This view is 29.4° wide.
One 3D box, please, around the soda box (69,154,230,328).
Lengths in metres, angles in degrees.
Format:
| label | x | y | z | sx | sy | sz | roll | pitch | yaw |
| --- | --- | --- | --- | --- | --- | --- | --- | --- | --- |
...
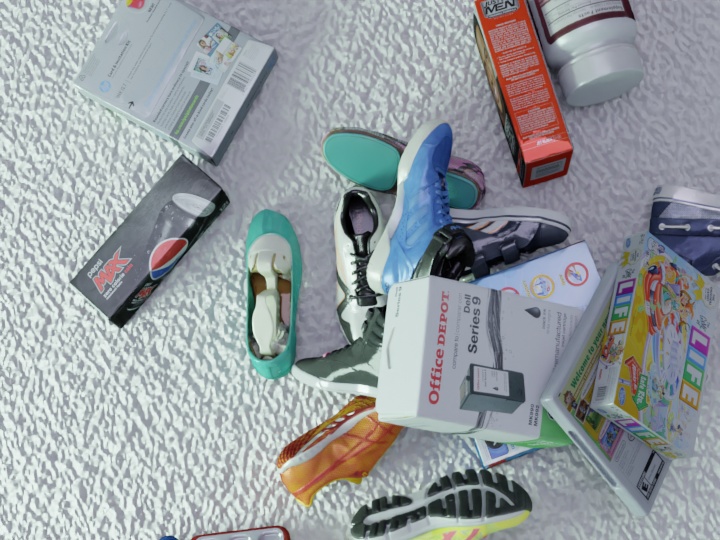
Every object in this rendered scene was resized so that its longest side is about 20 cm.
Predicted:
| label | x | y | z | sx | sy | sz | roll | pitch | yaw |
| --- | --- | --- | --- | --- | --- | --- | --- | --- | --- |
| soda box | -0.242 | -0.033 | 1.596 | 0.071 | 0.063 | 0.201 | 39 | 84 | 11 |

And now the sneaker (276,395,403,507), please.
| label | x | y | z | sx | sy | sz | roll | pitch | yaw |
| --- | --- | --- | --- | --- | --- | --- | --- | --- | --- |
| sneaker | 0.001 | 0.189 | 1.537 | 0.198 | 0.073 | 0.078 | -31 | 105 | -4 |

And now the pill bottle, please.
| label | x | y | z | sx | sy | sz | roll | pitch | yaw |
| --- | --- | --- | --- | --- | --- | --- | --- | --- | --- |
| pill bottle | 0.254 | -0.302 | 1.590 | 0.112 | 0.114 | 0.203 | -16 | 77 | 1 |

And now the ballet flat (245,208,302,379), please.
| label | x | y | z | sx | sy | sz | roll | pitch | yaw |
| --- | --- | --- | --- | --- | --- | --- | --- | --- | --- |
| ballet flat | -0.101 | 0.021 | 1.569 | 0.066 | 0.070 | 0.203 | -3 | 77 | 4 |

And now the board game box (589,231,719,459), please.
| label | x | y | z | sx | sy | sz | roll | pitch | yaw |
| --- | --- | --- | --- | --- | --- | --- | --- | --- | --- |
| board game box | 0.315 | 0.080 | 1.456 | 0.134 | 0.034 | 0.203 | 32 | 61 | -31 |

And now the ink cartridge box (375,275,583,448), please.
| label | x | y | z | sx | sy | sz | roll | pitch | yaw |
| --- | --- | --- | --- | --- | --- | --- | --- | --- | --- |
| ink cartridge box | 0.125 | 0.097 | 1.425 | 0.197 | 0.084 | 0.148 | 12 | 77 | -27 |

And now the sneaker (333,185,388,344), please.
| label | x | y | z | sx | sy | sz | roll | pitch | yaw |
| --- | --- | --- | --- | --- | --- | --- | --- | --- | --- |
| sneaker | 0.000 | 0.000 | 1.563 | 0.072 | 0.080 | 0.203 | -9 | 79 | 0 |

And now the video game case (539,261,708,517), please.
| label | x | y | z | sx | sy | sz | roll | pitch | yaw |
| --- | --- | --- | --- | --- | --- | --- | --- | --- | --- |
| video game case | 0.284 | 0.124 | 1.457 | 0.182 | 0.022 | 0.201 | 49 | 54 | -21 |

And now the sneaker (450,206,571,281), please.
| label | x | y | z | sx | sy | sz | roll | pitch | yaw |
| --- | --- | --- | --- | --- | --- | --- | --- | --- | --- |
| sneaker | 0.140 | -0.027 | 1.559 | 0.197 | 0.078 | 0.081 | 1 | 73 | 16 |

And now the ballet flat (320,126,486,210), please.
| label | x | y | z | sx | sy | sz | roll | pitch | yaw |
| --- | --- | --- | --- | --- | --- | --- | --- | --- | --- |
| ballet flat | 0.051 | -0.123 | 1.592 | 0.197 | 0.071 | 0.070 | 17 | 118 | 0 |

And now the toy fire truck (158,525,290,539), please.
| label | x | y | z | sx | sy | sz | roll | pitch | yaw |
| --- | --- | --- | --- | --- | --- | --- | --- | --- | --- |
| toy fire truck | -0.169 | 0.366 | 1.493 | 0.197 | 0.113 | 0.170 | -7 | 53 | 2 |

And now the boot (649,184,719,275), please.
| label | x | y | z | sx | sy | sz | roll | pitch | yaw |
| --- | --- | --- | --- | --- | --- | --- | --- | --- | --- |
| boot | 0.422 | -0.032 | 1.549 | 0.197 | 0.073 | 0.092 | 12 | 86 | 15 |

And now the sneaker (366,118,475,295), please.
| label | x | y | z | sx | sy | sz | roll | pitch | yaw |
| --- | --- | --- | --- | --- | --- | --- | --- | --- | --- |
| sneaker | 0.088 | -0.058 | 1.494 | 0.110 | 0.076 | 0.203 | 19 | 88 | 34 |

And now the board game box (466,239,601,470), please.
| label | x | y | z | sx | sy | sz | roll | pitch | yaw |
| --- | --- | --- | --- | --- | --- | --- | --- | --- | --- |
| board game box | 0.195 | 0.095 | 1.539 | 0.193 | 0.056 | 0.203 | -19 | 77 | 0 |

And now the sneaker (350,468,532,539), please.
| label | x | y | z | sx | sy | sz | roll | pitch | yaw |
| --- | --- | --- | --- | --- | --- | --- | --- | --- | --- |
| sneaker | 0.094 | 0.281 | 1.497 | 0.197 | 0.079 | 0.091 | -14 | 119 | 11 |

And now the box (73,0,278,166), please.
| label | x | y | z | sx | sy | sz | roll | pitch | yaw |
| --- | --- | --- | --- | --- | --- | --- | --- | --- | --- |
| box | -0.221 | -0.240 | 1.650 | 0.198 | 0.041 | 0.157 | 27 | 81 | 8 |

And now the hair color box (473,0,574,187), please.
| label | x | y | z | sx | sy | sz | roll | pitch | yaw |
| --- | --- | --- | --- | --- | --- | --- | --- | --- | --- |
| hair color box | 0.185 | -0.209 | 1.582 | 0.060 | 0.102 | 0.203 | -16 | 76 | 1 |

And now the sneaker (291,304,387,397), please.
| label | x | y | z | sx | sy | sz | roll | pitch | yaw |
| --- | --- | --- | --- | --- | --- | --- | --- | --- | --- |
| sneaker | 0.006 | 0.085 | 1.510 | 0.198 | 0.070 | 0.101 | 4 | 94 | 41 |
